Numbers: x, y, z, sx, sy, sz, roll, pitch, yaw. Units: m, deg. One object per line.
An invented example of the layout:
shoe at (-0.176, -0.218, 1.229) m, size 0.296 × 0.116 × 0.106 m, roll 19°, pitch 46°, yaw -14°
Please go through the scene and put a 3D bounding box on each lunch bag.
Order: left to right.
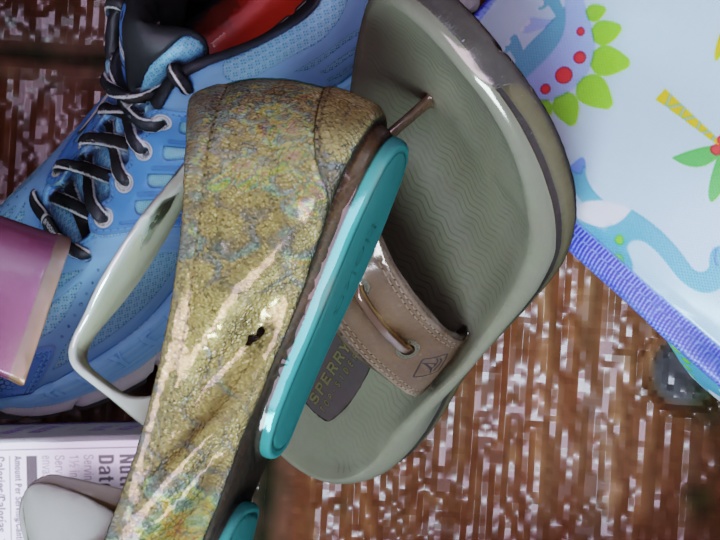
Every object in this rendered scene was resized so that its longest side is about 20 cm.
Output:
lunch bag at (0.138, -0.044, 0.818) m, size 0.200 × 0.127 × 0.170 m, roll 41°, pitch 93°, yaw -6°

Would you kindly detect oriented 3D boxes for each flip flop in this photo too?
flip flop at (0.000, 0.000, 0.804) m, size 0.057 × 0.200 × 0.081 m, roll -29°, pitch 70°, yaw -35°

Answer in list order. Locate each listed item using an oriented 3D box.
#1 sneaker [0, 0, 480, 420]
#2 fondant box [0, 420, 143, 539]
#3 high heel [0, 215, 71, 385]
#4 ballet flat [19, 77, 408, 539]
sneaker at (-0.061, -0.046, 0.839) m, size 0.200 × 0.090 × 0.078 m, roll -47°, pitch 55°, yaw -2°
fondant box at (-0.143, 0.073, 0.829) m, size 0.199 × 0.144 × 0.059 m, roll 0°, pitch 89°, yaw 4°
high heel at (-0.148, 0.065, 0.722) m, size 0.096 × 0.067 × 0.201 m, roll 20°, pitch 76°, yaw -6°
ballet flat at (-0.048, 0.046, 0.725) m, size 0.070 × 0.071 × 0.201 m, roll 18°, pitch 84°, yaw 3°
